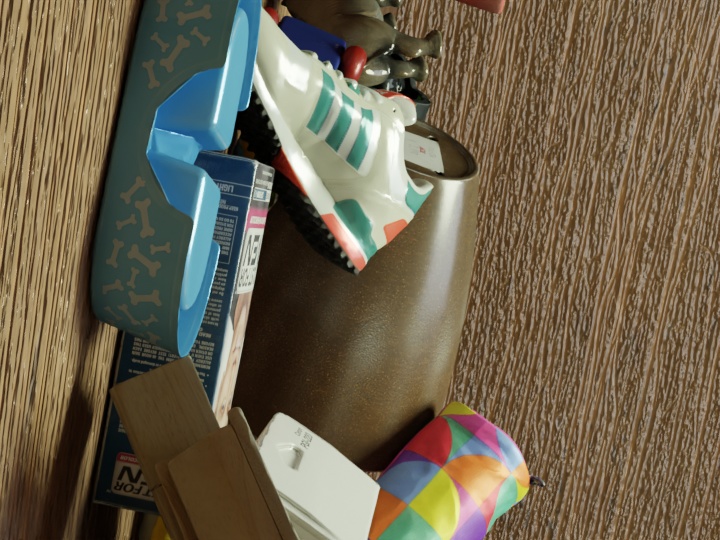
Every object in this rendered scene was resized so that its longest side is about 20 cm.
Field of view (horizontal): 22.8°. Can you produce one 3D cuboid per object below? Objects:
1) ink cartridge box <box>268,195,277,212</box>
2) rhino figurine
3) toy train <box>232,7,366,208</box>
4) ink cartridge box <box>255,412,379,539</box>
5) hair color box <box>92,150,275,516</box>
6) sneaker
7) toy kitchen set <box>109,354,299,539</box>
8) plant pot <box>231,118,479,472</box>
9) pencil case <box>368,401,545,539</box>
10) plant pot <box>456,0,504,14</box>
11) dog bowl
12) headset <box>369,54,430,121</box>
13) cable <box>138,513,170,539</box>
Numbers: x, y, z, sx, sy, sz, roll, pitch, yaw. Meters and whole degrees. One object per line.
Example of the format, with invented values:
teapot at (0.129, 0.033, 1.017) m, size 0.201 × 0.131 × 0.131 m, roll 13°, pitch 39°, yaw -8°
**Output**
ink cartridge box at (-0.041, -0.016, 1.544) m, size 0.147 × 0.084 × 0.201 m, roll -72°, pitch 178°, yaw -50°
rhino figurine at (-0.011, -0.197, 1.365) m, size 0.200 × 0.087 × 0.060 m, roll -121°, pitch -148°, yaw -53°
toy train at (-0.062, -0.090, 1.211) m, size 0.200 × 0.084 × 0.116 m, roll -74°, pitch -173°, yaw -63°
ink cartridge box at (-0.080, 0.196, 1.032) m, size 0.201 × 0.085 × 0.146 m, roll -56°, pitch -178°, yaw 11°
hair color box at (-0.098, 0.033, 1.019) m, size 0.100 × 0.060 × 0.202 m, roll -24°, pitch 125°, yaw -86°
sneaker at (-0.022, -0.097, 1.072) m, size 0.070 × 0.093 × 0.201 m, roll 28°, pitch -28°, yaw 55°
toy kitchen set at (-0.118, 0.159, 0.838) m, size 0.163 × 0.179 × 0.201 m, roll 101°, pitch -35°, yaw -71°
plant pot at (0.000, 0.000, 1.212) m, size 0.187 × 0.186 × 0.201 m, roll -74°, pitch -174°, yaw -64°
pencil case at (0.029, 0.177, 1.166) m, size 0.200 × 0.088 × 0.089 m, roll -41°, pitch 159°, yaw -25°
plant pot at (0.040, -0.308, 1.339) m, size 0.200 × 0.176 × 0.202 m, roll 11°, pitch 90°, yaw -87°
dog bowl at (-0.093, -0.059, 0.900) m, size 0.111 × 0.049 × 0.202 m, roll 72°, pitch 28°, yaw -85°
headset at (-0.023, -0.144, 1.439) m, size 0.095 × 0.123 × 0.200 m, roll -68°, pitch -155°, yaw 14°
cable at (-0.147, 0.222, 1.178) m, size 0.201 × 0.050 × 0.097 m, roll -67°, pitch -169°, yaw -14°
